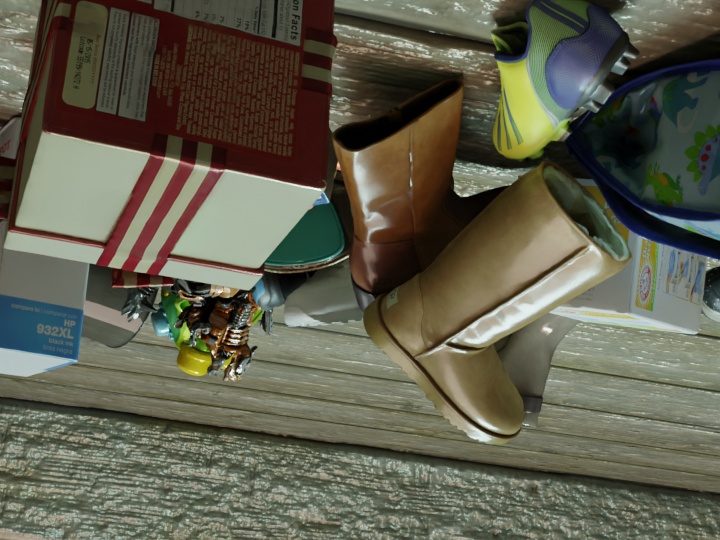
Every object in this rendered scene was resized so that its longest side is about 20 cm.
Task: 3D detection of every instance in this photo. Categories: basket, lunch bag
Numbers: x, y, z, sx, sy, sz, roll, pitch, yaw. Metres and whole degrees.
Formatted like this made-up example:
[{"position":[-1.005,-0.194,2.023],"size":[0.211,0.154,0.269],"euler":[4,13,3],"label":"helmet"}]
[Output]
[{"position":[-0.326,-0.015,1.236],"size":[0.198,0.138,0.180],"euler":[20,180,-32],"label":"basket"},{"position":[0.260,-0.069,0.823],"size":[0.168,0.129,0.199],"euler":[13,-178,-29],"label":"lunch bag"}]

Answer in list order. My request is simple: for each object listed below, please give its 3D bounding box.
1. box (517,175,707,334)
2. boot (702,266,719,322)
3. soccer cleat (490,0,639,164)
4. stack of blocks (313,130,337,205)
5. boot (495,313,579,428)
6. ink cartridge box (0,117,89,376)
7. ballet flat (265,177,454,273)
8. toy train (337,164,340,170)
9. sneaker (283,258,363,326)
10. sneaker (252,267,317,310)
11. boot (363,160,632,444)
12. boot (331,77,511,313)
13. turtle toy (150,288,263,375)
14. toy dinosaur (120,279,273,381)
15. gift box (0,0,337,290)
[{"position":[0.210,-0.010,1.007],"size":[0.111,0.103,0.199],"euler":[6,176,30],"label":"box"},{"position":[0.431,0.011,1.135],"size":[0.200,0.075,0.154],"euler":[4,162,3],"label":"boot"},{"position":[0.117,-0.129,0.795],"size":[0.083,0.065,0.200],"euler":[37,168,0],"label":"soccer cleat"},{"position":[-0.128,-0.096,0.910],"size":[0.197,0.059,0.116],"euler":[-7,140,22],"label":"stack of blocks"},{"position":[0.210,0.117,1.475],"size":[0.069,0.149,0.200],"euler":[13,163,-21],"label":"boot"},{"position":[-0.302,-0.016,1.081],"size":[0.083,0.203,0.144],"euler":[12,164,-30],"label":"ink cartridge box"},{"position":[-0.007,-0.042,1.054],"size":[0.197,0.072,0.065],"euler":[-15,169,16],"label":"ballet flat"},{"position":[-0.109,-0.090,1.006],"size":[0.197,0.057,0.150],"euler":[0,165,22],"label":"toy train"},{"position":[0.000,0.000,1.106],"size":[0.076,0.082,0.199],"euler":[3,-165,40],"label":"sneaker"},{"position":[-0.047,-0.019,1.145],"size":[0.081,0.074,0.200],"euler":[-10,-167,22],"label":"sneaker"},{"position":[0.121,0.035,0.903],"size":[0.175,0.067,0.199],"euler":[38,127,-20],"label":"boot"},{"position":[0.066,-0.073,0.937],"size":[0.186,0.069,0.201],"euler":[-21,140,-13],"label":"boot"},{"position":[-0.166,0.030,1.358],"size":[0.100,0.148,0.200],"euler":[25,-172,16],"label":"turtle toy"},{"position":[-0.145,0.005,1.156],"size":[0.134,0.203,0.102],"euler":[6,-177,15],"label":"toy dinosaur"},{"position":[-0.131,-0.107,0.729],"size":[0.197,0.187,0.187],"euler":[14,155,-16],"label":"gift box"}]
